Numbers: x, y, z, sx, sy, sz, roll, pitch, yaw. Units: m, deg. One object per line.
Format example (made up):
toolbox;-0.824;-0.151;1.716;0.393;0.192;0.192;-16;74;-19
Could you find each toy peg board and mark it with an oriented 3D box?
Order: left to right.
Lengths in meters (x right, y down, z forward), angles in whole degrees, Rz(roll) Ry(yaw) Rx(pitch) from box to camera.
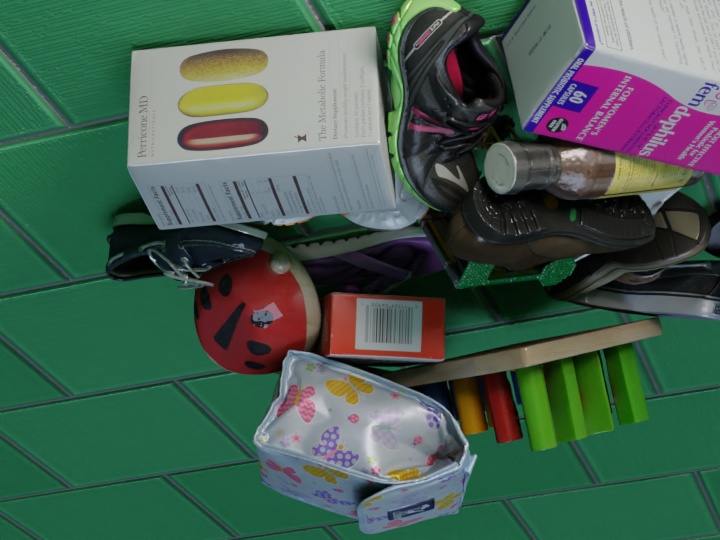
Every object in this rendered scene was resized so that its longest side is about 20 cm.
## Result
toy peg board;0.164;0.119;1.724;0.200;0.098;0.199;-9;176;-42

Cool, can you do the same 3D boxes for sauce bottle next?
sauce bottle;0.188;-0.089;1.411;0.200;0.065;0.065;-7;159;-36

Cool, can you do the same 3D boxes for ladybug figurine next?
ladybug figurine;-0.106;0.039;1.694;0.136;0.072;0.200;41;149;9

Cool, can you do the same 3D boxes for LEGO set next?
LEGO set;0.131;-0.080;1.540;0.154;0.116;0.200;-13;143;-21

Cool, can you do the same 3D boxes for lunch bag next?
lunch bag;0.006;0.177;1.698;0.200;0.127;0.170;18;160;5

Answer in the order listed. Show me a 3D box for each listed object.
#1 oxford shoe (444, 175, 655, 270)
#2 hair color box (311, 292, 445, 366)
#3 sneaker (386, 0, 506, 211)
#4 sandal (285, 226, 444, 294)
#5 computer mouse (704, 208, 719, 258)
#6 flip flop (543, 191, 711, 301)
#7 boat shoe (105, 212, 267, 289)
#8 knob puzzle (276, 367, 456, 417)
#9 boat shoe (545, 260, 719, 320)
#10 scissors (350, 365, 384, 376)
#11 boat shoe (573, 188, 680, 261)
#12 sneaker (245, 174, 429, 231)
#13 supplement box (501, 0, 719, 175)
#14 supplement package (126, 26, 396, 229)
oxford shoe;0.153;-0.039;1.456;0.200;0.073;0.084;2;150;-31
hair color box;0.009;0.060;1.734;0.111;0.064;0.200;3;176;-9
sneaker;0.070;-0.122;1.389;0.084;0.077;0.200;21;140;31
sandal;0.002;0.003;1.716;0.202;0.050;0.082;-8;151;10
computer mouse;0.413;-0.057;1.658;0.200;0.034;0.059;-14;122;13
flip flop;0.253;-0.016;1.665;0.058;0.081;0.200;24;147;-30
boat shoe;-0.161;-0.017;1.591;0.200;0.062;0.075;2;163;42
knob puzzle;0.000;0.125;1.850;0.219;0.030;0.220;12;-175;-1
boat shoe;0.270;0.007;1.721;0.199;0.068;0.074;5;175;45
scissors;-0.003;0.103;1.821;0.073;0.014;0.200;0;176;23
boat shoe;0.239;-0.057;1.601;0.074;0.067;0.200;18;146;-33
sneaker;-0.040;-0.092;1.536;0.200;0.076;0.092;2;123;16
supplement box;0.225;-0.156;1.373;0.200;0.103;0.101;9;141;-23
supplement package;-0.078;-0.112;1.430;0.200;0.114;0.110;-6;153;6
